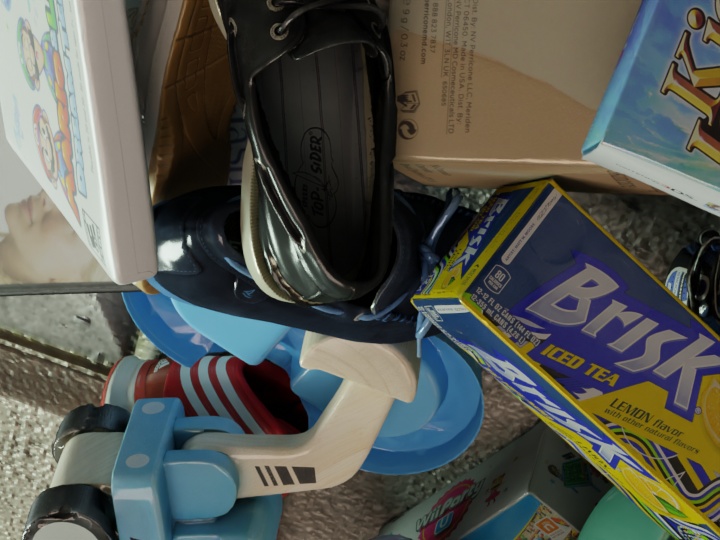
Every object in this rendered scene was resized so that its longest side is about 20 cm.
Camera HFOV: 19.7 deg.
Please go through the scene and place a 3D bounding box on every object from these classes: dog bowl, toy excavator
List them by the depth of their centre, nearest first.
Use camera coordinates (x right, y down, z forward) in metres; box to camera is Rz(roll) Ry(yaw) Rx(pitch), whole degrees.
[{"bbox_3d":[-0.065,0.107,1.041,0.199,0.100,0.195,-2,118,5],"label":"toy excavator"},{"bbox_3d":[-0.024,0.024,1.051,0.200,0.050,0.112,33,131,-10],"label":"dog bowl"}]

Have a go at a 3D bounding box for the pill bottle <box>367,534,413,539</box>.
[{"bbox_3d":[0.054,0.238,1.086,0.106,0.106,0.200,-29,116,35],"label":"pill bottle"}]

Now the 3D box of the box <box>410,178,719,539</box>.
[{"bbox_3d":[0.121,0.051,0.903,0.200,0.070,0.064,41,167,-12],"label":"box"}]

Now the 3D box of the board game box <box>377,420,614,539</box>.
[{"bbox_3d":[0.121,0.189,1.135,0.200,0.064,0.147,39,130,-15],"label":"board game box"}]

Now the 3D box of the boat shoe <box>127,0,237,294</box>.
[{"bbox_3d":[-0.091,-0.087,0.916,0.069,0.071,0.201,32,122,25],"label":"boat shoe"}]

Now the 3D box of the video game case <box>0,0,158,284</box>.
[{"bbox_3d":[-0.132,-0.118,0.869,0.024,0.182,0.201,-14,117,-19],"label":"video game case"}]

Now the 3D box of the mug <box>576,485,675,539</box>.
[{"bbox_3d":[0.192,0.160,1.019,0.184,0.114,0.153,-9,93,-19],"label":"mug"}]

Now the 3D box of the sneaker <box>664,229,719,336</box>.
[{"bbox_3d":[0.177,0.019,0.930,0.089,0.079,0.200,17,161,14],"label":"sneaker"}]

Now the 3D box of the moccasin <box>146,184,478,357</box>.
[{"bbox_3d":[0.000,0.000,0.926,0.199,0.081,0.068,-2,175,-36],"label":"moccasin"}]

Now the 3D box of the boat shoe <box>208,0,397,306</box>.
[{"bbox_3d":[-0.017,-0.081,0.826,0.074,0.066,0.200,-3,100,-26],"label":"boat shoe"}]

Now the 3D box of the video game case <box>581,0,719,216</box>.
[{"bbox_3d":[0.205,-0.102,0.790,0.181,0.201,0.045,22,176,-1],"label":"video game case"}]

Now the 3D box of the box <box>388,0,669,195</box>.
[{"bbox_3d":[0.116,-0.075,0.879,0.199,0.095,0.078,3,86,17],"label":"box"}]

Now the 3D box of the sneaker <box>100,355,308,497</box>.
[{"bbox_3d":[-0.057,0.130,1.133,0.115,0.078,0.200,-6,128,24],"label":"sneaker"}]

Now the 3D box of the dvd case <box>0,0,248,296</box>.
[{"bbox_3d":[-0.117,-0.060,0.988,0.199,0.018,0.143,-2,99,19],"label":"dvd case"}]
